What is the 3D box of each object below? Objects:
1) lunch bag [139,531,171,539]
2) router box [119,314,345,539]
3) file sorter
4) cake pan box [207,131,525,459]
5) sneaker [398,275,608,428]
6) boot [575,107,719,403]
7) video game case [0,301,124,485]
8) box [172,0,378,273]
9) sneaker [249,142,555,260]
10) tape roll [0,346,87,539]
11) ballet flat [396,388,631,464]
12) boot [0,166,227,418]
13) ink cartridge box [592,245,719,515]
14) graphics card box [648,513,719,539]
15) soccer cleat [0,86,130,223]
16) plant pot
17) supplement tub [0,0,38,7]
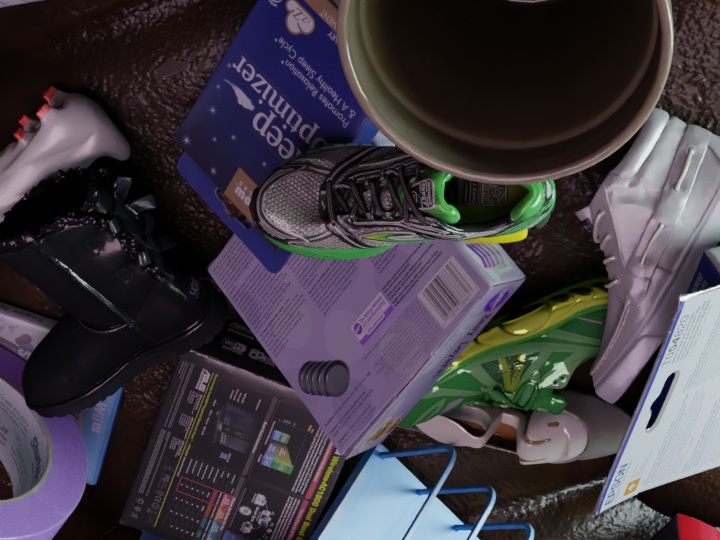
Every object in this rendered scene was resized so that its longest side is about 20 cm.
[{"bbox_3d":[-0.096,0.288,1.565,0.199,0.151,0.094,15,125,1],"label":"lunch bag"},{"bbox_3d":[-0.090,0.140,1.519,0.149,0.062,0.200,22,124,-3],"label":"router box"},{"bbox_3d":[0.072,0.247,1.484,0.200,0.139,0.123,46,151,-21],"label":"file sorter"},{"bbox_3d":[0.000,0.000,1.360,0.184,0.052,0.200,50,124,19],"label":"cake pan box"},{"bbox_3d":[0.112,0.075,1.399,0.200,0.074,0.084,-24,95,7],"label":"sneaker"},{"bbox_3d":[0.189,-0.013,1.340,0.095,0.074,0.200,29,98,2],"label":"boot"},{"bbox_3d":[-0.292,0.087,1.551,0.199,0.018,0.143,19,124,-2],"label":"video game case"},{"bbox_3d":[-0.055,-0.102,1.333,0.121,0.032,0.200,46,123,18],"label":"box"},{"bbox_3d":[0.026,-0.052,1.242,0.199,0.085,0.078,-6,85,4],"label":"sneaker"},{"bbox_3d":[-0.310,0.139,1.456,0.200,0.200,0.066,32,124,-11],"label":"tape roll"},{"bbox_3d":[0.110,0.119,1.465,0.199,0.064,0.068,14,125,1],"label":"ballet flat"},{"bbox_3d":[-0.213,0.017,1.414,0.198,0.074,0.162,-26,131,24],"label":"boot"},{"bbox_3d":[0.249,0.064,1.342,0.041,0.200,0.200,45,134,35],"label":"ink cartridge box"},{"bbox_3d":[0.214,0.300,1.527,0.051,0.126,0.200,27,125,-16],"label":"graphics card box"},{"bbox_3d":[-0.254,-0.052,1.424,0.078,0.069,0.200,40,119,-19],"label":"soccer cleat"},{"bbox_3d":[0.096,-0.181,1.203,0.199,0.174,0.200,5,124,7],"label":"plant pot"},{"bbox_3d":[-0.195,-0.243,1.245,0.199,0.132,0.132,-8,121,15],"label":"supplement tub"}]
